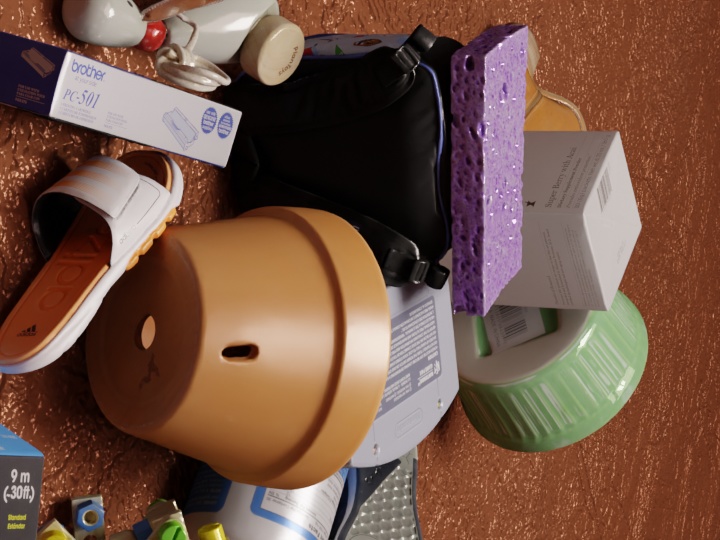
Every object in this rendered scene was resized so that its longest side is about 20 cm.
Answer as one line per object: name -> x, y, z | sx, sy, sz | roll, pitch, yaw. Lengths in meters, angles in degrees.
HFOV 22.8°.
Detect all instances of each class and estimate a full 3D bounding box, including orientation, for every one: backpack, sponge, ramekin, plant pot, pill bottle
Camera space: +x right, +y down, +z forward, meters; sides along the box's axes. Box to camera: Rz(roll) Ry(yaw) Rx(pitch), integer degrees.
backpack -> -0.006, -0.102, 1.382 | 0.154, 0.190, 0.201 | -38, 130, -63
sponge -> 0.098, -0.077, 1.351 | 0.112, 0.030, 0.201 | -41, 134, -62
ramekin -> 0.168, 0.066, 1.729 | 0.098, 0.199, 0.201 | 51, 47, -42
plant pot -> -0.095, 0.047, 1.229 | 0.140, 0.200, 0.201 | 10, 82, -42
pill bottle -> -0.075, 0.178, 1.348 | 0.112, 0.112, 0.201 | 55, 46, -49

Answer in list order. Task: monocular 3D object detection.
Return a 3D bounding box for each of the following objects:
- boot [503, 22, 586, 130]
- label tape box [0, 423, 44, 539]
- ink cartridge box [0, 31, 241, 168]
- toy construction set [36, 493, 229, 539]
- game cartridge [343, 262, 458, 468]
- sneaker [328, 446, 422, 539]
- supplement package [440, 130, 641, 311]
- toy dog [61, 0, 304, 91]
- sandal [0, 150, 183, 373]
boot -> 0.161, -0.135, 1.833 | 0.200, 0.073, 0.155 | 57, 41, -30
label tape box -> -0.255, 0.138, 1.047 | 0.144, 0.063, 0.201 | 14, 80, -63
ink cartridge box -> -0.170, -0.112, 1.155 | 0.200, 0.094, 0.044 | 12, 95, -63
toy construction set -> -0.138, 0.240, 1.223 | 0.092, 0.131, 0.201 | -131, -153, -62
game cartridge -> 0.019, 0.074, 1.366 | 0.200, 0.041, 0.134 | -26, 109, -60
sneaker -> -0.012, 0.228, 1.415 | 0.077, 0.146, 0.203 | 23, 44, -15
supplement package -> 0.141, -0.049, 1.655 | 0.121, 0.199, 0.120 | -62, 144, -40
toy dog -> -0.113, -0.194, 1.256 | 0.097, 0.131, 0.200 | -70, 166, 14
sandal -> -0.183, -0.023, 1.159 | 0.059, 0.079, 0.207 | 63, 38, -35
